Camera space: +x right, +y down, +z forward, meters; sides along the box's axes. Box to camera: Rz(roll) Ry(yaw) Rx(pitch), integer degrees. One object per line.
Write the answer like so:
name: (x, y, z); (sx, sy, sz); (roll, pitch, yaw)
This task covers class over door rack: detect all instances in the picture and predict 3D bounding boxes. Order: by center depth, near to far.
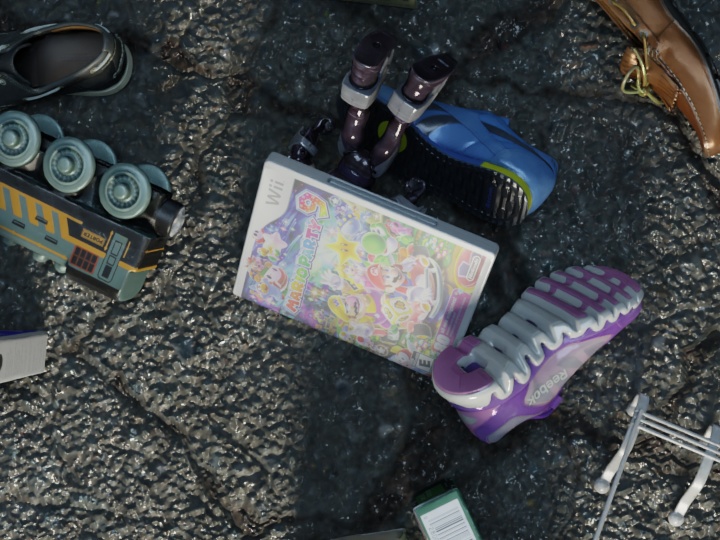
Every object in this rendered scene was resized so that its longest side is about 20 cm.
over door rack: (0.254, 0.218, 1.074); (0.146, 0.067, 0.202); (22, 66, 5)

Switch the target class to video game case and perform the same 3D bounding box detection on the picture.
video game case: (0.000, 0.000, 1.096); (0.198, 0.018, 0.144); (23, 128, 5)

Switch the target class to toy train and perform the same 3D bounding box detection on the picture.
toy train: (-0.248, -0.057, 1.130); (0.198, 0.085, 0.115); (25, 96, 5)

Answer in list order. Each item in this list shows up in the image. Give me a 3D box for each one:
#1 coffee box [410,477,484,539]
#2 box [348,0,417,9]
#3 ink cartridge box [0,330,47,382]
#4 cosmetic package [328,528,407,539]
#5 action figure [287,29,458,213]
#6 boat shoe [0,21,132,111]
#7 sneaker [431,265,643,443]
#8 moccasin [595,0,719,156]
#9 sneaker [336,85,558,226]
coffee box: (0.099, 0.267, 1.060); (0.044, 0.123, 0.202); (-25, 86, -1)
box: (0.008, -0.328, 1.077); (0.095, 0.200, 0.179); (7, 86, 3)
ink cartridge box: (-0.372, 0.069, 1.063); (0.195, 0.200, 0.044); (-1, 87, 4)
cosmetic package: (0.002, 0.319, 1.077); (0.102, 0.087, 0.203); (-10, 84, 3)
action figure: (0.004, -0.094, 1.087); (0.129, 0.070, 0.201); (29, 129, 3)
boat shoe: (-0.300, -0.178, 1.149); (0.197, 0.068, 0.073); (-7, 86, 4)
sneaker: (0.151, 0.072, 1.101); (0.199, 0.080, 0.089); (-31, 125, -17)
moccasin: (0.243, -0.183, 1.116); (0.077, 0.074, 0.203); (-31, 87, 9)
sneaker: (0.074, -0.111, 1.132); (0.199, 0.066, 0.079); (29, 50, 15)
